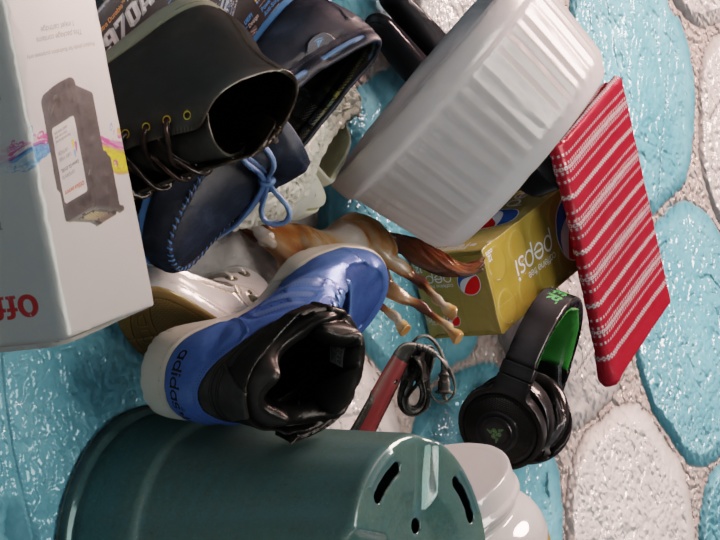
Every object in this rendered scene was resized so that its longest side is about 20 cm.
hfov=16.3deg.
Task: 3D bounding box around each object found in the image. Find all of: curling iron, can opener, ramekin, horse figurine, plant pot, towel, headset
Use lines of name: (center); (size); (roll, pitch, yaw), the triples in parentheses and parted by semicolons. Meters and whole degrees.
curling iron: (-0.001, 0.132, 1.630); (0.049, 0.026, 0.201); (33, 89, -11)
can opener: (0.072, -0.130, 1.828); (0.200, 0.078, 0.064); (49, 41, -24)
ramekin: (0.078, -0.105, 1.683); (0.094, 0.202, 0.203); (40, 45, -4)
horse figurine: (0.000, 0.000, 1.677); (0.200, 0.133, 0.050); (-10, 139, -55)
plant pot: (-0.043, 0.175, 1.492); (0.200, 0.195, 0.201); (11, 76, -56)
towel: (0.187, -0.029, 1.895); (0.145, 0.022, 0.201); (-48, 128, -55)
headset: (0.126, 0.115, 1.824); (0.201, 0.094, 0.123); (-69, 163, 5)

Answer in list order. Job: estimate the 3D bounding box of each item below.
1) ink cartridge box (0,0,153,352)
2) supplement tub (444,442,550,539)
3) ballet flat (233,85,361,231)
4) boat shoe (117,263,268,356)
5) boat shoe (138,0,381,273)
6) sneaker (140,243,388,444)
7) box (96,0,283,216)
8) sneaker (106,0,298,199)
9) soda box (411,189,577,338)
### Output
ink cartridge box: (-0.205, -0.061, 1.329); (0.083, 0.145, 0.201); (-22, 104, -57)
supplement tub: (0.070, 0.233, 1.696); (0.145, 0.144, 0.201); (-41, 119, -50)
ballet flat: (-0.039, -0.074, 1.620); (0.072, 0.071, 0.200); (65, 31, -27)
boat shoe: (-0.085, 0.030, 1.568); (0.200, 0.070, 0.070); (37, 49, -52)
boat shoe: (-0.059, -0.082, 1.483); (0.201, 0.068, 0.084); (-59, 156, -14)
sneaker: (-0.024, 0.042, 1.483); (0.200, 0.111, 0.077); (-24, 115, -45)
box: (-0.109, -0.130, 1.517); (0.200, 0.046, 0.159); (-54, 131, -21)
sneaker: (-0.131, -0.066, 1.404); (0.200, 0.106, 0.075); (-45, 128, -4)
soda box: (0.116, -0.017, 1.871); (0.200, 0.064, 0.068); (-36, 116, -52)
